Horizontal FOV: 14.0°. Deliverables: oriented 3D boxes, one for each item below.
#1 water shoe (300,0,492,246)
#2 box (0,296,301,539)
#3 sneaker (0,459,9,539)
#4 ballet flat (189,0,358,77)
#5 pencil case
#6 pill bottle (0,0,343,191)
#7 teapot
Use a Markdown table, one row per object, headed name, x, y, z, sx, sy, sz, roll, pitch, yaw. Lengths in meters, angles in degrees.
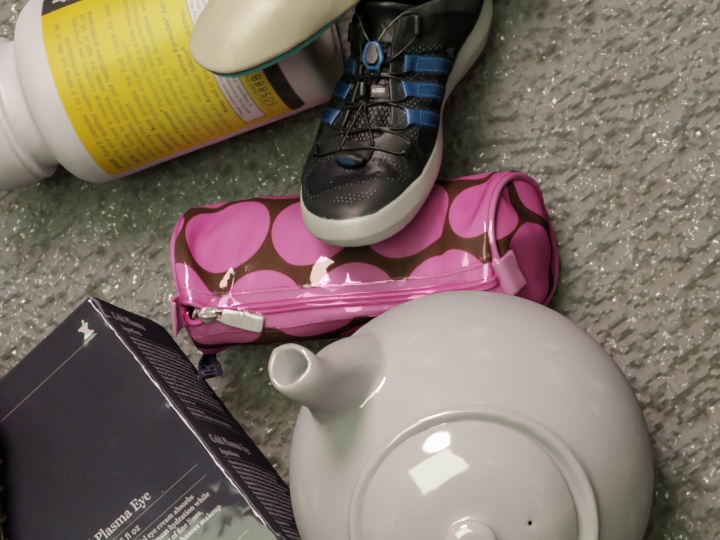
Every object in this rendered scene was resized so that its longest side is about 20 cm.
| name | x | y | z | sx | sy | sz | roll | pitch | yaw |
| --- | --- | --- | --- | --- | --- | --- | --- | --- | --- |
| water shoe | 0.009 | -0.101 | 1.525 | 0.071 | 0.079 | 0.200 | 0 | 47 | 25 |
| box | -0.142 | 0.151 | 1.555 | 0.200 | 0.104 | 0.182 | -42 | 71 | 7 |
| sneaker | -0.201 | 0.135 | 1.481 | 0.200 | 0.075 | 0.106 | 43 | 98 | 22 |
| ballet flat | -0.010 | -0.173 | 1.499 | 0.200 | 0.070 | 0.069 | -35 | 67 | -22 |
| pencil case | 0.000 | 0.000 | 1.543 | 0.199 | 0.094 | 0.091 | -9 | 101 | 18 |
| pill bottle | -0.119 | -0.113 | 1.596 | 0.199 | 0.111 | 0.112 | -20 | 73 | 14 |
| teapot | 0.058 | 0.115 | 1.441 | 0.199 | 0.146 | 0.198 | -1 | 107 | 0 |
